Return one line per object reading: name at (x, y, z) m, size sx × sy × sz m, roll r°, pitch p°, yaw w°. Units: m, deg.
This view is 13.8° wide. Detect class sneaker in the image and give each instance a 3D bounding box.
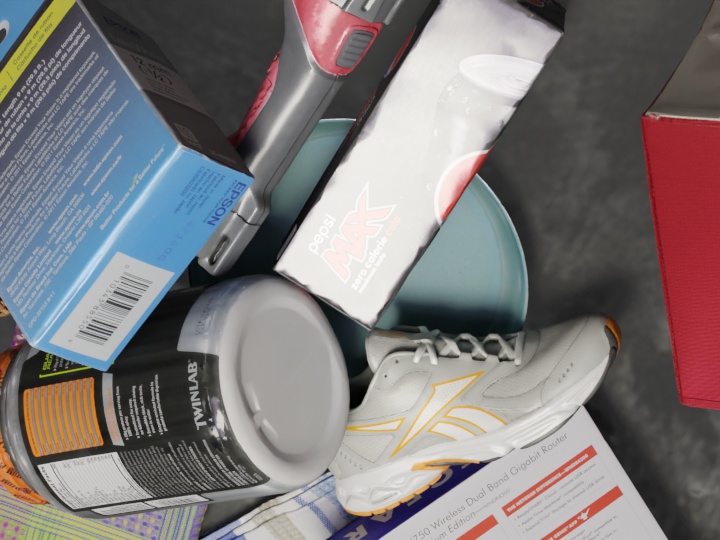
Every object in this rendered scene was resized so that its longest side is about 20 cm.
sneaker at (0.051, 0.062, 1.677) m, size 0.199 × 0.076 × 0.092 m, roll -28°, pitch 104°, yaw 21°

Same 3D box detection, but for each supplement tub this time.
supplement tub at (-0.115, 0.075, 1.683) m, size 0.199 × 0.123 × 0.123 m, roll -10°, pitch 116°, yaw 37°

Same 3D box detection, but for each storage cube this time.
storage cube at (0.260, -0.042, 1.516) m, size 0.199 × 0.171 × 0.181 m, roll 5°, pitch 127°, yaw 25°

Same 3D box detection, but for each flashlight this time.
flashlight at (-0.048, -0.099, 1.632) m, size 0.068 × 0.068 × 0.200 m, roll 32°, pitch 112°, yaw -8°

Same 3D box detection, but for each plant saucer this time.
plant saucer at (0.000, 0.000, 1.710) m, size 0.199 × 0.027 × 0.201 m, roll 5°, pitch 117°, yaw 10°

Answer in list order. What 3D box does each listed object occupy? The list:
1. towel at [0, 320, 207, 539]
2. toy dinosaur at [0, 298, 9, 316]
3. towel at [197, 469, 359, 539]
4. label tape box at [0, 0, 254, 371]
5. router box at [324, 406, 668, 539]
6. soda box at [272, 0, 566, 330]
towel at (-0.151, 0.101, 1.801) m, size 0.143 × 0.023 × 0.201 m, roll 17°, pitch 116°, yaw 3°
toy dinosaur at (-0.287, 0.006, 1.771) m, size 0.199 × 0.102 × 0.136 m, roll -15°, pitch 130°, yaw 2°
towel at (0.011, 0.178, 1.811) m, size 0.199 × 0.024 × 0.147 m, roll -30°, pitch 109°, yaw 28°
label tape box at (-0.160, -0.065, 1.649) m, size 0.066 × 0.200 × 0.144 m, roll 22°, pitch 113°, yaw -43°
router box at (0.087, 0.194, 1.734) m, size 0.199 × 0.049 × 0.180 m, roll -34°, pitch 107°, yaw -2°
soda box at (0.033, -0.071, 1.619) m, size 0.071 × 0.063 × 0.201 m, roll 31°, pitch 107°, yaw -4°
